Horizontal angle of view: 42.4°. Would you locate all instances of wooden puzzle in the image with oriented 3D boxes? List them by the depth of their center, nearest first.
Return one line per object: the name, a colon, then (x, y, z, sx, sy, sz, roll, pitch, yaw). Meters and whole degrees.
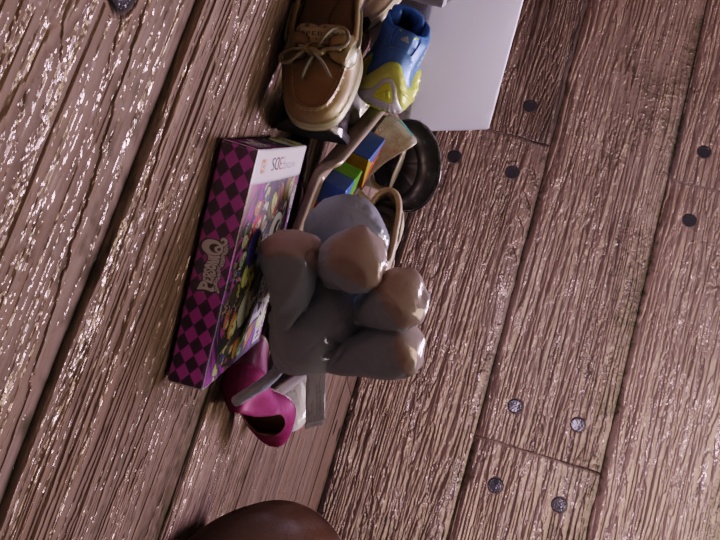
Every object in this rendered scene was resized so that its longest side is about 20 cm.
wooden puzzle: (-0.031, -0.071, 1.015, 0.200, 0.046, 0.185, -61, 179, 35)

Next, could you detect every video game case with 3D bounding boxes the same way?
video game case: (-0.102, -0.015, 0.806, 0.181, 0.036, 0.201, -42, 148, -78)

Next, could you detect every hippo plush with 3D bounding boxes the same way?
hippo plush: (-0.008, 0.022, 0.843, 0.161, 0.159, 0.201, -65, 169, -59)

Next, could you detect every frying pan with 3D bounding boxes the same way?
frying pan: (0.036, -0.158, 1.163, 0.031, 0.190, 0.115, -5, 143, -42)

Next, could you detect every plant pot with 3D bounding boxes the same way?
plant pot: (-0.125, 0.333, 0.972, 0.200, 0.186, 0.188, 44, 61, -67)

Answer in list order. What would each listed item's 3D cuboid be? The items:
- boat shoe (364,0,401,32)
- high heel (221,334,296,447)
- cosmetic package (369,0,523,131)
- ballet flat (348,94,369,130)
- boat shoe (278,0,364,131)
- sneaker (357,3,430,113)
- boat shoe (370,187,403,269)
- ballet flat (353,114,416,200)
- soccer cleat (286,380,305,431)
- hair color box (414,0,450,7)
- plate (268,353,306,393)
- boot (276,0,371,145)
boat shoe: (0.024, -0.350, 1.025, 0.065, 0.072, 0.200, 44, 68, -42)
high heel: (-0.116, 0.162, 1.010, 0.200, 0.067, 0.096, 78, 17, -47)
cosmetic package: (0.102, -0.315, 1.176, 0.200, 0.122, 0.200, 100, -19, -44)
ballet flat: (-0.008, -0.197, 1.095, 0.200, 0.064, 0.076, -59, 163, -68)
boat shoe: (-0.032, -0.219, 0.806, 0.063, 0.073, 0.201, 69, 26, -71)
sneaker: (0.044, -0.236, 1.014, 0.200, 0.075, 0.105, -95, -151, -69)
boat shoe: (0.000, 0.000, 1.005, 0.065, 0.072, 0.201, 102, 9, -63)
ballet flat: (0.000, -0.102, 1.137, 0.200, 0.062, 0.067, -53, 180, 36)
soccer cleat: (-0.088, 0.128, 1.232, 0.200, 0.069, 0.078, -79, 175, -52)
hair color box: (0.078, -0.350, 0.844, 0.099, 0.060, 0.201, -61, 166, -67)
plate: (-0.061, 0.065, 1.123, 0.200, 0.032, 0.201, -43, -156, 58)
boot: (-0.027, -0.217, 0.892, 0.200, 0.069, 0.175, -89, -169, -75)
